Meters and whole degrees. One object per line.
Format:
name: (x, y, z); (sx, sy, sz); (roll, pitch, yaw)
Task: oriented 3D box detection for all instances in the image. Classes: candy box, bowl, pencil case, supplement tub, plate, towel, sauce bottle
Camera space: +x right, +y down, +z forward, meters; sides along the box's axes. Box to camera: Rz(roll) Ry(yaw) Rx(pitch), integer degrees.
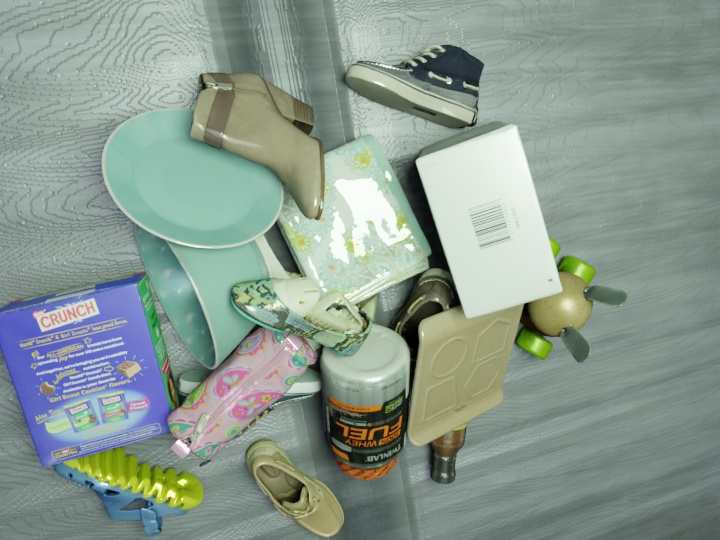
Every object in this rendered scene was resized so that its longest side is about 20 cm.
candy box: (-0.336, 0.121, 0.710); (0.167, 0.077, 0.203); (-12, 105, -12)
bowl: (-0.182, 0.007, 0.685); (0.104, 0.200, 0.203); (-27, 108, -29)
pencil case: (-0.149, 0.148, 0.699); (0.200, 0.087, 0.088); (-42, 109, 0)
supplement tub: (0.007, 0.186, 0.780); (0.121, 0.123, 0.202); (-10, 123, -13)
plate: (-0.184, -0.102, 0.630); (0.198, 0.202, 0.026); (15, 141, -18)
towel: (-0.015, -0.061, 0.745); (0.170, 0.048, 0.202); (-26, 88, -13)
sauce bottle: (0.134, 0.231, 0.874); (0.065, 0.066, 0.203); (1, 102, -16)

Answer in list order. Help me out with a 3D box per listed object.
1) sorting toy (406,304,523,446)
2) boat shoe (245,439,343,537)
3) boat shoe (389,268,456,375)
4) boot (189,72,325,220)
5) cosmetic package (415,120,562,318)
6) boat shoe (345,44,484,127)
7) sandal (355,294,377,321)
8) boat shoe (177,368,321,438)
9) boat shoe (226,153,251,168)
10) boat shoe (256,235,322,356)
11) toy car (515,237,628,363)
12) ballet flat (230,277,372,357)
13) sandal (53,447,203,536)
sorting toy: (0.141, 0.129, 0.776); (0.183, 0.036, 0.202); (-17, 124, -30)
boat shoe: (-0.095, 0.337, 0.829); (0.071, 0.064, 0.200); (-44, 109, -3)
boat shoe: (0.078, 0.089, 0.786); (0.071, 0.060, 0.201); (23, 129, 2)
boot: (-0.120, -0.148, 0.641); (0.145, 0.202, 0.070); (7, 140, -24)
cosmetic package: (0.160, -0.076, 0.726); (0.122, 0.200, 0.202); (-17, 102, 14)
boat shoe: (0.078, -0.266, 0.757); (0.198, 0.075, 0.094); (13, 91, -26)
sandal: (-0.001, -0.001, 0.789); (0.079, 0.057, 0.204); (7, 98, -18)
boat shoe: (-0.151, 0.186, 0.783); (0.197, 0.071, 0.092); (0, 102, -8)
boat shoe: (-0.159, -0.142, 0.719); (0.199, 0.072, 0.077); (-31, 93, -15)
boat shoe: (-0.103, 0.032, 0.765); (0.068, 0.075, 0.202); (-28, 112, -20)
toy car: (0.296, 0.055, 0.811); (0.157, 0.200, 0.165); (29, 93, -19)
ballet flat: (-0.058, 0.043, 0.650); (0.199, 0.074, 0.075); (29, 93, -47)
sandal: (-0.318, 0.299, 0.754); (0.199, 0.080, 0.088); (33, 95, -18)
